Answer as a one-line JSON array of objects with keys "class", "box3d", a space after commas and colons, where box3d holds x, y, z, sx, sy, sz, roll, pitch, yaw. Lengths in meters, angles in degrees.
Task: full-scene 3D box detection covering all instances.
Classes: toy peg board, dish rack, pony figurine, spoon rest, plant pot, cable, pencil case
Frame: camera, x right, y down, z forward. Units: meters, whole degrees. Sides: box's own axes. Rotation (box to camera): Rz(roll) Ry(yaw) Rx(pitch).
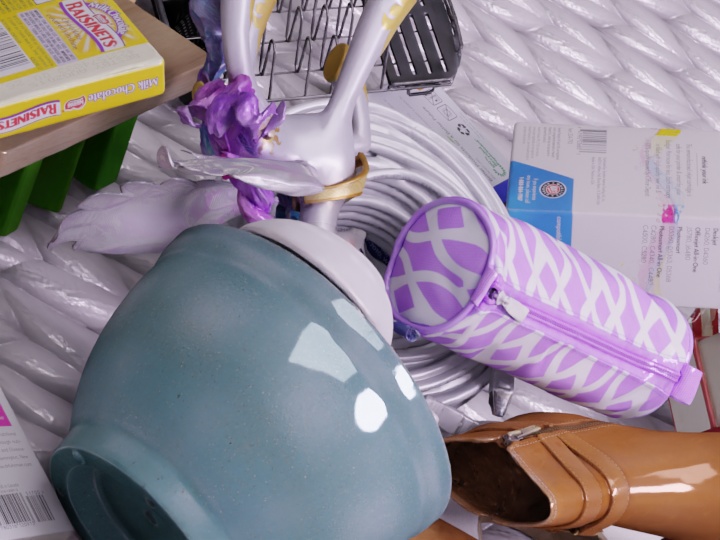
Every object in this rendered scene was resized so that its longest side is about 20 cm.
[{"class": "toy peg board", "box3d": [-0.227, -0.106, 1.634, 0.199, 0.098, 0.200, 34, 33, 18]}, {"class": "dish rack", "box3d": [-0.036, -0.168, 1.834, 0.199, 0.055, 0.154, -5, 51, -15]}, {"class": "pony figurine", "box3d": [-0.054, -0.066, 1.573, 0.193, 0.166, 0.201, 11, 74, -32]}, {"class": "spoon rest", "box3d": [-0.012, 0.042, 1.516, 0.099, 0.200, 0.061, 27, 69, 32]}, {"class": "plant pot", "box3d": [-0.072, 0.096, 1.483, 0.200, 0.200, 0.134, 45, 63, 6]}, {"class": "cable", "box3d": [0.000, 0.000, 1.683, 0.199, 0.069, 0.200, 20, 58, -9]}, {"class": "pencil case", "box3d": [0.101, 0.023, 1.606, 0.085, 0.084, 0.200, 16, -4, 45]}]

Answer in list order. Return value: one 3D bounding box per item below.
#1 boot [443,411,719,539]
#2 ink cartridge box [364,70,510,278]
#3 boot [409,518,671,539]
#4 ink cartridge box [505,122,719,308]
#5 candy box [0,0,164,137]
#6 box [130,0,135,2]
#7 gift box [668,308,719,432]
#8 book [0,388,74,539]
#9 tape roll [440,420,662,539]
[{"class": "boot", "box3d": [0.147, 0.121, 1.577, 0.155, 0.200, 0.074, 1, 94, -54]}, {"class": "ink cartridge box", "box3d": [0.041, -0.023, 1.817, 0.198, 0.047, 0.200, 49, 39, 10]}, {"class": "boot", "box3d": [0.099, 0.179, 1.600, 0.200, 0.069, 0.189, 24, 40, -5]}, {"class": "ink cartridge box", "box3d": [0.189, -0.033, 1.775, 0.199, 0.067, 0.116, 3, 31, 4]}, {"class": "candy box", "box3d": [-0.191, -0.140, 1.546, 0.102, 0.026, 0.200, -15, 40, -23]}, {"class": "box", "box3d": [-0.165, -0.268, 1.775, 0.164, 0.021, 0.200, 52, 39, -27]}, {"class": "gift box", "box3d": [0.303, 0.092, 1.803, 0.184, 0.187, 0.201, 5, 69, -40]}, {"class": "book", "box3d": [-0.240, 0.061, 1.466, 0.133, 0.048, 0.200, -3, 56, -47]}, {"class": "tape roll", "box3d": [0.103, 0.177, 1.665, 0.202, 0.037, 0.203, 25, 39, -22]}]
